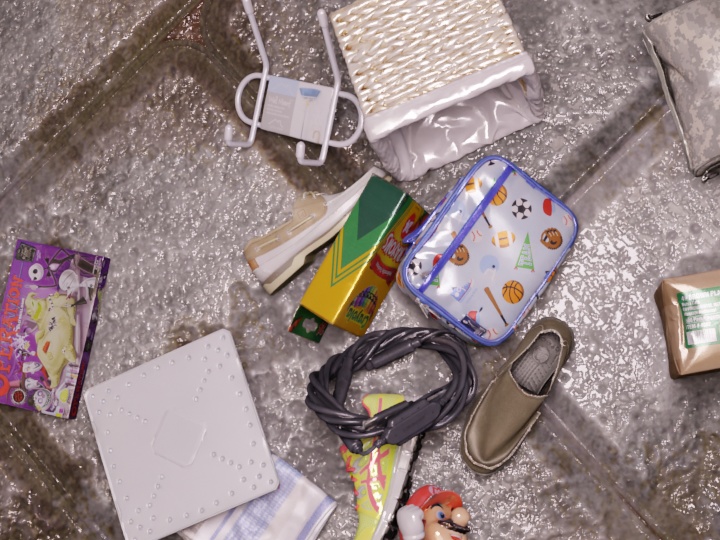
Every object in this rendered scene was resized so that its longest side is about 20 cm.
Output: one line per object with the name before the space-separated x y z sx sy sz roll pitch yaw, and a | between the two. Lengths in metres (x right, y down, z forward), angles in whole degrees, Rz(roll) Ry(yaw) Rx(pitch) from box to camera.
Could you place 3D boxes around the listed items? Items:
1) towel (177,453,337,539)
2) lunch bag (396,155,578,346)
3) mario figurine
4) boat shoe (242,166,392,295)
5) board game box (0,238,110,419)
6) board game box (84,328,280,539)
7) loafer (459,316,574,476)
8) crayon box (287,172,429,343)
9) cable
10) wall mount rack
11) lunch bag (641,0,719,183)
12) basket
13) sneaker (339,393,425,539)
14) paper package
towel | -0.141 0.279 1.536 0.199 0.024 0.148 35 89 11
lunch bag | 0.138 -0.020 1.479 0.160 0.076 0.201 38 83 -4
mario figurine | 0.104 0.315 1.422 0.105 0.124 0.201 -17 48 -1
boat shoe | -0.053 -0.061 1.532 0.200 0.075 0.069 -41 85 4
board game box | -0.385 0.071 1.598 0.119 0.032 0.203 10 86 15
board game box | -0.210 0.199 1.538 0.198 0.026 0.202 -24 72 9
loafer | 0.173 0.139 1.475 0.075 0.070 0.201 29 89 11
crayon box | 0.000 0.000 1.490 0.050 0.127 0.201 30 90 18
cable | 0.037 0.128 1.477 0.199 0.051 0.163 -32 40 -25
wall mount rack | -0.085 -0.219 1.516 0.198 0.074 0.176 17 100 34
lunch bag | 0.415 -0.214 1.439 0.166 0.139 0.202 -17 81 6
basket | 0.087 -0.225 1.468 0.198 0.198 0.162 -24 76 7
sneaker | 0.014 0.234 1.492 0.089 0.078 0.202 14 75 10
paper package | 0.421 0.047 1.383 0.197 0.191 0.105 -10 82 9
